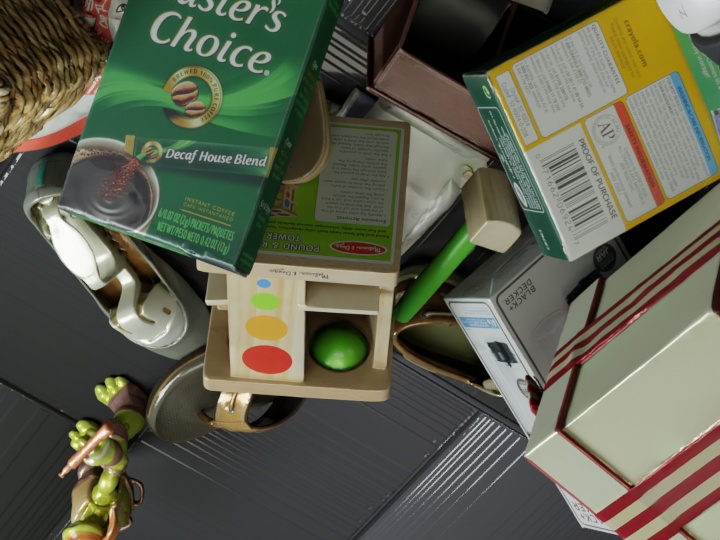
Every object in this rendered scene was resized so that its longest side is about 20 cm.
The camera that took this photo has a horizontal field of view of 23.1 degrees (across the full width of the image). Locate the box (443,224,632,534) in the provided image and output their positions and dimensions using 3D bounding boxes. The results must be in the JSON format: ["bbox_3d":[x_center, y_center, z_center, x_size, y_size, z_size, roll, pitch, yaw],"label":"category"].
[{"bbox_3d":[0.157,0.068,1.203,0.201,0.116,0.060,57,155,-15],"label":"box"}]

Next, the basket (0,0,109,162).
[{"bbox_3d":[-0.276,-0.151,1.042,0.142,0.149,0.201,-34,94,23],"label":"basket"}]

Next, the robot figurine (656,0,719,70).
[{"bbox_3d":[0.261,-0.153,1.005,0.199,0.150,0.125,35,107,-15],"label":"robot figurine"}]

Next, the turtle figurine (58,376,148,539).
[{"bbox_3d":[-0.187,0.152,1.278,0.064,0.162,0.201,14,124,-8],"label":"turtle figurine"}]

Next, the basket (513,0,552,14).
[{"bbox_3d":[0.025,-0.251,1.008,0.198,0.136,0.182,9,109,2],"label":"basket"}]

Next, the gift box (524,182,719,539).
[{"bbox_3d":[0.224,0.075,1.082,0.184,0.200,0.187,42,125,-6],"label":"gift box"}]

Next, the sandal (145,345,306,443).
[{"bbox_3d":[-0.067,0.087,1.284,0.198,0.055,0.082,-17,139,10],"label":"sandal"}]

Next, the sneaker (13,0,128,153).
[{"bbox_3d":[-0.180,-0.145,1.130,0.199,0.067,0.109,-10,123,5],"label":"sneaker"}]

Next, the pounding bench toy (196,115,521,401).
[{"bbox_3d":[0.000,0.000,1.149,0.198,0.125,0.157,4,141,1],"label":"pounding bench toy"}]

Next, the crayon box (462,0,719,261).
[{"bbox_3d":[0.178,-0.108,1.079,0.199,0.052,0.127,-28,101,-11],"label":"crayon box"}]

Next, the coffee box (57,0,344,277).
[{"bbox_3d":[-0.091,-0.111,1.044,0.122,0.044,0.202,19,86,12],"label":"coffee box"}]

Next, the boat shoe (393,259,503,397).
[{"bbox_3d":[0.104,0.061,1.254,0.198,0.074,0.076,17,124,-9],"label":"boat shoe"}]

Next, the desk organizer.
[{"bbox_3d":[0.107,-0.115,1.135,0.199,0.072,0.077,28,119,-16],"label":"desk organizer"}]

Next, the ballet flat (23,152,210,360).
[{"bbox_3d":[-0.171,0.007,1.236,0.067,0.064,0.201,-24,121,18],"label":"ballet flat"}]

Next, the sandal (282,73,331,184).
[{"bbox_3d":[-0.049,-0.160,1.105,0.077,0.070,0.214,-5,89,11],"label":"sandal"}]

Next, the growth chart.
[{"bbox_3d":[-0.007,-0.057,1.212,0.144,0.018,0.200,38,118,-21],"label":"growth chart"}]
